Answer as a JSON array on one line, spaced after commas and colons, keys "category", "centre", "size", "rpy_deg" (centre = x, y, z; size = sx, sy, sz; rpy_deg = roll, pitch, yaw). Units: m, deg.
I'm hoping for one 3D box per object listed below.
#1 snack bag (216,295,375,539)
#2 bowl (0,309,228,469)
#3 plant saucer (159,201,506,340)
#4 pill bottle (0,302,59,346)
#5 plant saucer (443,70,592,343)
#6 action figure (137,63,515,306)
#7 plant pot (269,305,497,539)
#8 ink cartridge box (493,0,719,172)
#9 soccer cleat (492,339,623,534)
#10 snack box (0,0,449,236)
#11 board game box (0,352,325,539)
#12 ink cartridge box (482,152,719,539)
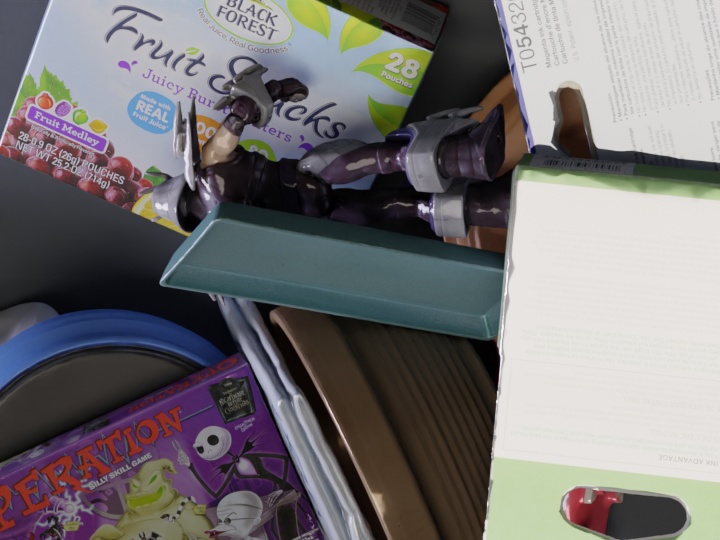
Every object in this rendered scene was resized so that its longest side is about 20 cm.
[{"category": "snack bag", "centre": [-0.024, 0.118, 1.363], "size": [0.021, 0.189, 0.200], "rpy_deg": [-24, 113, -6]}, {"category": "bowl", "centre": [-0.144, 0.123, 1.363], "size": [0.200, 0.039, 0.201], "rpy_deg": [-4, 105, -14]}, {"category": "plant saucer", "centre": [0.000, 0.000, 1.238], "size": [0.200, 0.019, 0.070], "rpy_deg": [11, 146, -27]}, {"category": "pill bottle", "centre": [-0.180, 0.128, 1.436], "size": [0.112, 0.112, 0.200], "rpy_deg": [-23, 111, 23]}, {"category": "plant saucer", "centre": [0.142, -0.028, 1.290], "size": [0.200, 0.032, 0.200], "rpy_deg": [2, 102, 10]}, {"category": "action figure", "centre": [-0.020, -0.044, 1.257], "size": [0.200, 0.069, 0.130], "rpy_deg": [-3, 128, 12]}, {"category": "plant pot", "centre": [0.032, 0.094, 1.321], "size": [0.093, 0.201, 0.201], "rpy_deg": [-25, 113, -5]}, {"category": "ink cartridge box", "centre": [0.184, -0.088, 1.234], "size": [0.200, 0.043, 0.197], "rpy_deg": [-11, 97, 14]}, {"category": "soccer cleat", "centre": [0.106, 0.101, 1.390], "size": [0.076, 0.067, 0.200], "rpy_deg": [10, 121, 25]}, {"category": "snack box", "centre": [-0.076, -0.104, 1.310], "size": [0.200, 0.068, 0.169], "rpy_deg": [24, 120, -4]}, {"category": "board game box", "centre": [-0.133, 0.140, 1.336], "size": [0.200, 0.032, 0.120], "rpy_deg": [-25, 105, -6]}, {"category": "ink cartridge box", "centre": [0.142, 0.048, 1.217], "size": [0.145, 0.048, 0.200], "rpy_deg": [6, 101, 7]}]
